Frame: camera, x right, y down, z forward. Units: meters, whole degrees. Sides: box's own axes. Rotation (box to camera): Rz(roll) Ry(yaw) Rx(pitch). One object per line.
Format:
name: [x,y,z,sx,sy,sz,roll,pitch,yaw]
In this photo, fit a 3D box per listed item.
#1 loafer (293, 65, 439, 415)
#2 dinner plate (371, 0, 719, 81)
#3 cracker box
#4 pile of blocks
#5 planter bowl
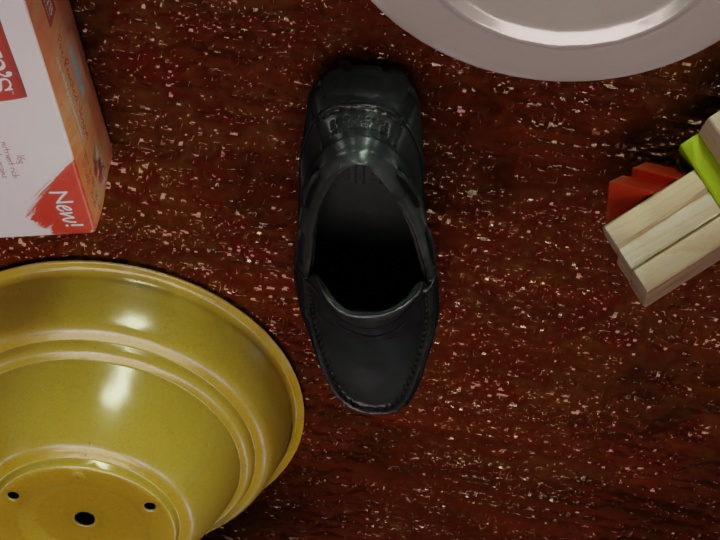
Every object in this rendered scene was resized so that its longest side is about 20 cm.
loafer: [0.000,0.000,1.028,0.068,0.071,0.201,2,136,4]
dinner plate: [0.083,-0.145,0.907,0.199,0.024,0.201,3,135,3]
cracker box: [-0.218,-0.075,0.980,0.199,0.058,0.134,-4,135,8]
pile of blocks: [0.177,-0.063,0.968,0.200,0.082,0.062,-36,80,24]
planter bowl: [-0.130,0.094,1.127,0.200,0.084,0.201,3,136,3]
